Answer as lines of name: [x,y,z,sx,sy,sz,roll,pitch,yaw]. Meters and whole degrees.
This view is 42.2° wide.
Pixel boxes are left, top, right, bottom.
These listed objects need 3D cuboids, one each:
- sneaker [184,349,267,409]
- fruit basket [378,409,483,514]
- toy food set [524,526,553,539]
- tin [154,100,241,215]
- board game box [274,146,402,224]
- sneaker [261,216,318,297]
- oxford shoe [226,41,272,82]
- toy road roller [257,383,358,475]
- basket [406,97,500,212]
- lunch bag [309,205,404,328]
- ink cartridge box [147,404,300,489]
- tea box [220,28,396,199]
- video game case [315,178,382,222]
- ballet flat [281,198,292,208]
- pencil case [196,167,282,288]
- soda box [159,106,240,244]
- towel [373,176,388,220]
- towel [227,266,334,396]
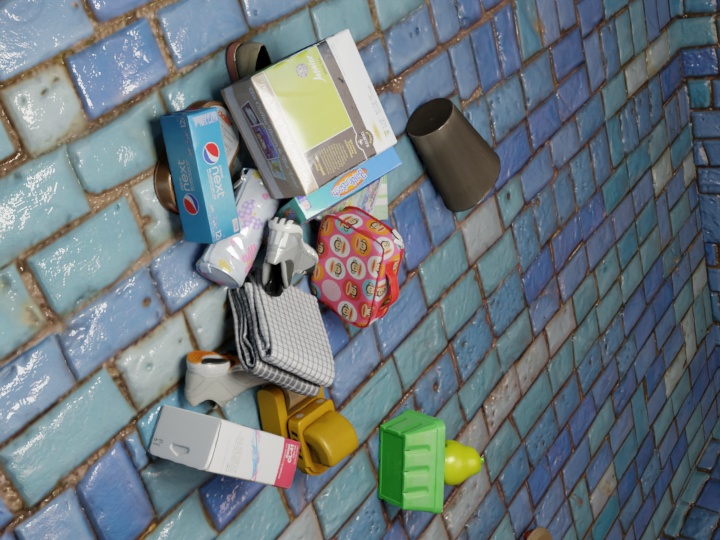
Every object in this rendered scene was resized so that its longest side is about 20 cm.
sneaker: [-0.222,0.186,1.573,0.199,0.075,0.093,7,102,-48]
fruit basket: [0.149,0.404,1.983,0.215,0.155,0.217,-4,97,-36]
toy food set: [0.466,0.791,2.517,0.198,0.048,0.201,30,71,-49]
tin: [-0.258,-0.181,1.502,0.112,0.042,0.201,46,59,-49]
board game box: [-0.042,-0.137,1.597,0.199,0.152,0.045,-31,93,-20]
sneaker: [-0.130,-0.003,1.588,0.200,0.075,0.116,63,39,-66]
oxford shoe: [-0.163,-0.288,1.576,0.070,0.074,0.201,-46,127,-38]
toy road roller: [-0.087,0.271,1.679,0.123,0.145,0.201,-30,117,-46]
basket: [0.193,-0.256,1.990,0.200,0.135,0.181,48,54,-38]
lunch bag: [0.000,0.000,1.700,0.082,0.176,0.201,-27,140,-46]
ink cartridge box: [-0.217,0.289,1.517,0.200,0.147,0.086,32,69,-49]
tea box: [-0.082,-0.247,1.501,0.196,0.133,0.201,-32,106,-26]
video game case: [-0.029,-0.145,1.756,0.200,0.018,0.144,28,76,-57]
ballet flat: [-0.113,-0.165,1.688,0.066,0.056,0.201,31,74,-76]
pencil case: [-0.198,-0.071,1.549,0.201,0.083,0.091,-68,156,-19]
soda box: [-0.246,-0.146,1.437,0.064,0.068,0.201,-28,116,-47]
towel: [0.010,-0.197,1.847,0.152,0.023,0.202,-10,102,-51]
towel: [-0.139,0.108,1.586,0.165,0.085,0.201,29,31,-42]
